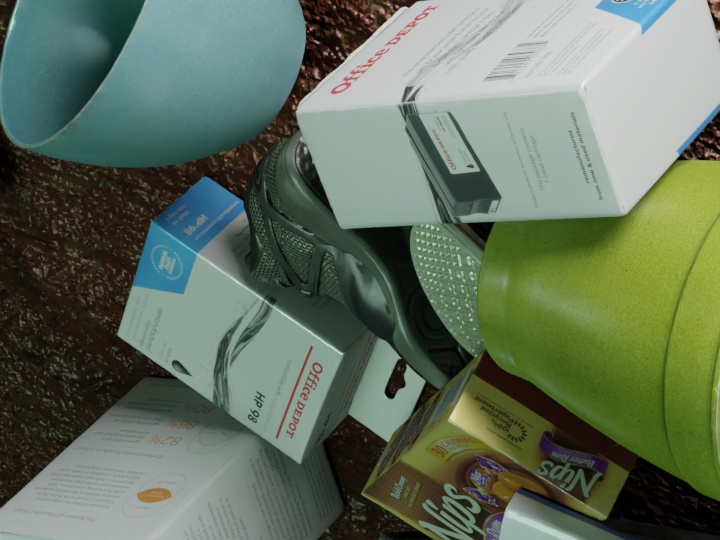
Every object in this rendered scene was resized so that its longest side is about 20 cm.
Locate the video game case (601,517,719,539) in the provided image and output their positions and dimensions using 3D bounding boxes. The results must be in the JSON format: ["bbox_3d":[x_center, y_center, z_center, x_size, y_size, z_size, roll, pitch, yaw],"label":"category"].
[{"bbox_3d":[0.226,0.256,1.670,0.181,0.023,0.201,6,123,34],"label":"video game case"}]

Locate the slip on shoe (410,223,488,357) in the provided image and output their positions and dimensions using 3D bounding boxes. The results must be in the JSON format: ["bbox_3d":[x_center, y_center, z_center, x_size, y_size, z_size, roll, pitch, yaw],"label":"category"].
[{"bbox_3d":[0.111,0.033,1.568,0.200,0.061,0.074,41,141,2],"label":"slip on shoe"}]

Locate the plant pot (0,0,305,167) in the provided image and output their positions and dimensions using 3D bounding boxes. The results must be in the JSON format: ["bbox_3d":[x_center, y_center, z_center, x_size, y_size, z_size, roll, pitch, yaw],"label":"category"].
[{"bbox_3d":[-0.112,-0.145,1.543,0.134,0.201,0.200,23,145,-29],"label":"plant pot"}]

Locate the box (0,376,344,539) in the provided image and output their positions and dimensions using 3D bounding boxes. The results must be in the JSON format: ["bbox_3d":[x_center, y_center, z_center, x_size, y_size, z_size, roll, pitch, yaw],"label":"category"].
[{"bbox_3d":[-0.134,0.172,1.754,0.151,0.200,0.107,2,122,37],"label":"box"}]

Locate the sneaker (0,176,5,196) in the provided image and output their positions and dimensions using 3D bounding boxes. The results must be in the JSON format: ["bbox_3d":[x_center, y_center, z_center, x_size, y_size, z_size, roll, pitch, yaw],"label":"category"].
[{"bbox_3d":[-0.336,-0.065,1.845,0.199,0.073,0.082,-19,91,38],"label":"sneaker"}]

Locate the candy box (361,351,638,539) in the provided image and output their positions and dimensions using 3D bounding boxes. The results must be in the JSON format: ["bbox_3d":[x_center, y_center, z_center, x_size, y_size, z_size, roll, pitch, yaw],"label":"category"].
[{"bbox_3d":[0.084,0.127,1.602,0.116,0.057,0.200,32,155,-4],"label":"candy box"}]

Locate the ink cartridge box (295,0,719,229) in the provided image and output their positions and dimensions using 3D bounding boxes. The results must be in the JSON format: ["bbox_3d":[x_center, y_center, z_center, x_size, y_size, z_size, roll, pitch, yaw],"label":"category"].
[{"bbox_3d":[0.086,-0.095,1.436,0.199,0.145,0.085,-2,120,38],"label":"ink cartridge box"}]

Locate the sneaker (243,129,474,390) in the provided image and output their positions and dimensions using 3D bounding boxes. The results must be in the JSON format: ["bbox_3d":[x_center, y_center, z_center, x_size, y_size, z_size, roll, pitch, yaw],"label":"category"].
[{"bbox_3d":[0.000,0.000,1.625,0.200,0.076,0.114,47,151,-13],"label":"sneaker"}]

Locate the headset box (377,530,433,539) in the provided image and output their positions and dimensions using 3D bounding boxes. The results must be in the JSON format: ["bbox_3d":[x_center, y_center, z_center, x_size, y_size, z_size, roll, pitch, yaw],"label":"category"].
[{"bbox_3d":[0.062,0.290,1.694,0.199,0.093,0.175,31,103,29],"label":"headset box"}]

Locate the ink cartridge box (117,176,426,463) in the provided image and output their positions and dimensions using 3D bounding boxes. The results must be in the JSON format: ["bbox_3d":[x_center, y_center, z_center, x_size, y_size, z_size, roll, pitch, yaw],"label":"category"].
[{"bbox_3d":[-0.056,0.044,1.699,0.199,0.067,0.116,34,134,13],"label":"ink cartridge box"}]

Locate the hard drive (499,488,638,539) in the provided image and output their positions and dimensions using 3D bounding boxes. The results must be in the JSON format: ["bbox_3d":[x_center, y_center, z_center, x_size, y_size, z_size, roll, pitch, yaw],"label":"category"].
[{"bbox_3d":[0.174,0.219,1.536,0.199,0.025,0.132,23,137,16],"label":"hard drive"}]

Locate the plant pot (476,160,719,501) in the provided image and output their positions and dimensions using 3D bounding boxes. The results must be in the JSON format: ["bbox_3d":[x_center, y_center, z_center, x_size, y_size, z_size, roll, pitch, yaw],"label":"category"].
[{"bbox_3d":[0.176,0.020,1.432,0.192,0.200,0.202,18,130,38],"label":"plant pot"}]
